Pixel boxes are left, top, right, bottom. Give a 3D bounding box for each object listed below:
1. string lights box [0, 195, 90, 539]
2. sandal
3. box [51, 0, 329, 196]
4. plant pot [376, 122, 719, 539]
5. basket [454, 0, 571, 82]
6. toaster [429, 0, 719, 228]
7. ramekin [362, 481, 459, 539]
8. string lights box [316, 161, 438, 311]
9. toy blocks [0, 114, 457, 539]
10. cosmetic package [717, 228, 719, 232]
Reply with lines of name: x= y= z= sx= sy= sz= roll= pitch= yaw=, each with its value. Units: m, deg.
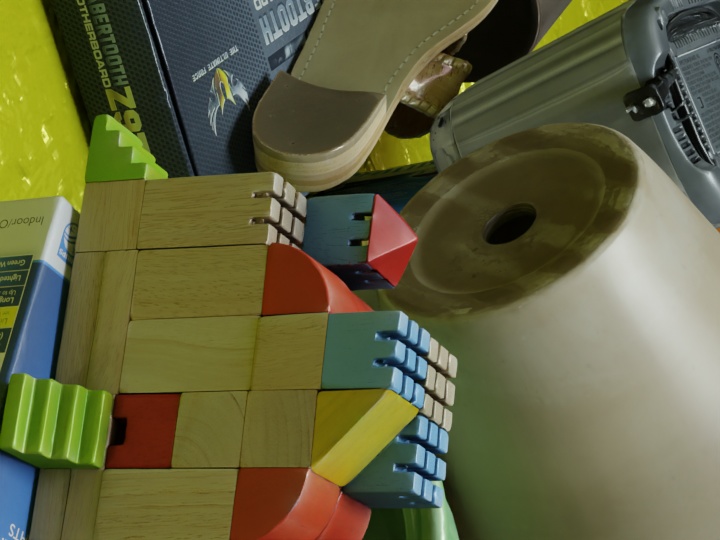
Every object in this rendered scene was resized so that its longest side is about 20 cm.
string lights box: x=-0.151 y=0.078 z=0.669 sx=0.059 sy=0.102 sz=0.202 roll=49 pitch=44 yaw=-49
sandal: x=0.010 y=-0.088 z=0.944 sx=0.212 sy=0.077 sz=0.070 roll=-53 pitch=152 yaw=-43
box: x=-0.061 y=-0.109 z=0.923 sx=0.200 sy=0.051 sz=0.159 roll=-45 pitch=125 yaw=-55
plant pot: x=0.094 y=0.041 z=0.809 sx=0.174 sy=0.199 sz=0.201 roll=59 pitch=38 yaw=-31
basket: x=0.081 y=-0.211 z=1.127 sx=0.181 sy=0.135 sz=0.201 roll=60 pitch=40 yaw=-32
toaster: x=0.121 y=-0.062 z=0.928 sx=0.200 sy=0.128 sz=0.114 roll=-28 pitch=95 yaw=-60
ramekin: x=-0.054 y=0.117 z=0.748 sx=0.098 sy=0.198 sz=0.202 roll=53 pitch=40 yaw=-65
string lights box: x=0.000 y=0.000 z=0.946 sx=0.200 sy=0.102 sz=0.059 roll=-37 pitch=114 yaw=-57
toy blocks: x=-0.032 y=0.047 z=0.645 sx=0.100 sy=0.136 sz=0.202 roll=39 pitch=52 yaw=-59
cosmetic package: x=0.141 y=0.028 z=1.119 sx=0.071 sy=0.198 sz=0.103 roll=8 pitch=78 yaw=-61
